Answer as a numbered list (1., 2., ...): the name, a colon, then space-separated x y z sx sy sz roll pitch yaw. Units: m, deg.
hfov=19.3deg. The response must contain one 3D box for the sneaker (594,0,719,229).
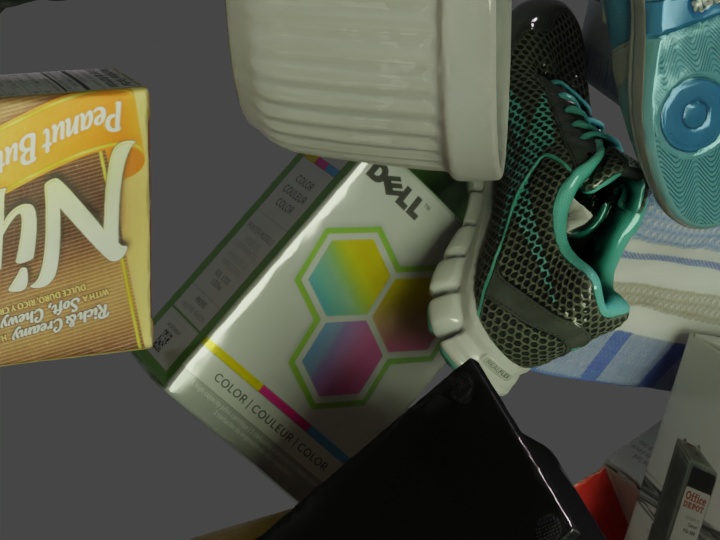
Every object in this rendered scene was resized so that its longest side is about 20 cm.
1. sneaker: 0.123 -0.125 0.908 0.079 0.131 0.201 -12 108 -17

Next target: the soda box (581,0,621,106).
1. soda box: 0.159 -0.171 0.967 0.068 0.064 0.201 -4 120 -28

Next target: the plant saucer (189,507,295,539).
1. plant saucer: -0.013 0.167 0.994 0.199 0.049 0.201 -14 140 -20

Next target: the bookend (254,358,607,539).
1. bookend: 0.042 0.161 0.908 0.199 0.092 0.200 -41 143 13

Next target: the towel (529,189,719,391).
1. towel: 0.175 -0.005 1.005 0.146 0.024 0.200 9 138 -34

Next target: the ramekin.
1. ramekin: 0.007 -0.136 0.855 0.104 0.200 0.201 0 109 5

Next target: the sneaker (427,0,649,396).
1. sneaker: 0.092 -0.041 0.944 0.077 0.091 0.201 33 52 -38

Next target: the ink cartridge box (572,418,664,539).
1. ink cartridge box: 0.171 0.182 1.122 0.176 0.045 0.201 -32 117 -14

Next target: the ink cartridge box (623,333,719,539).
1. ink cartridge box: 0.210 0.142 1.051 0.146 0.083 0.201 10 103 -30

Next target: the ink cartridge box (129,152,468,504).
1. ink cartridge box: 0.000 0.000 0.972 0.200 0.059 0.104 -49 120 -3

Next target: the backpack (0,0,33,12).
1. backpack: -0.127 -0.205 0.808 0.166 0.127 0.201 -15 109 -17

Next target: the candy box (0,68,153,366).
1. candy box: -0.188 -0.018 0.880 0.199 0.055 0.116 -7 108 -23
